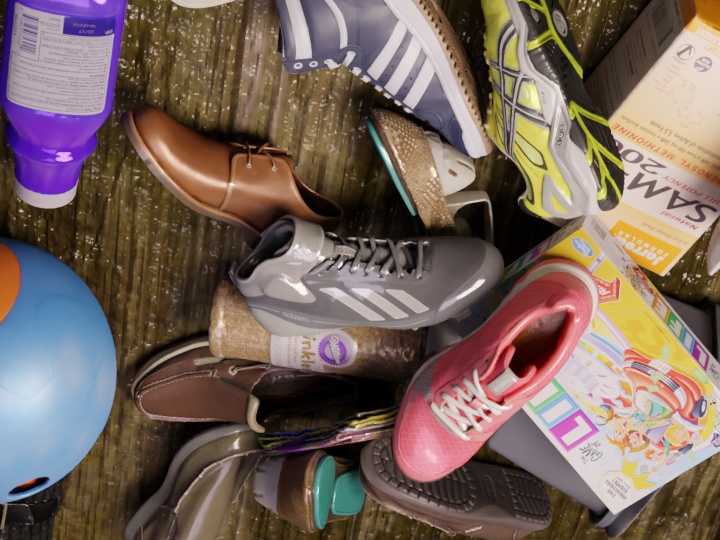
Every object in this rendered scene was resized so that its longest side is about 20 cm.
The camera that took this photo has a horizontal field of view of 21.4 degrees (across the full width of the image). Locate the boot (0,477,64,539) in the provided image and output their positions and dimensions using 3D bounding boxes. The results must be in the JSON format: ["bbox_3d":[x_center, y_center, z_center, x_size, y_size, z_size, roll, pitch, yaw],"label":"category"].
[{"bbox_3d":[-0.342,0.169,1.595,0.210,0.080,0.158,17,128,-17],"label":"boot"}]

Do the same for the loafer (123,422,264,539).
[{"bbox_3d":[-0.131,0.198,1.621,0.075,0.070,0.200,-7,147,-40],"label":"loafer"}]

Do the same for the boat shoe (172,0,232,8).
[{"bbox_3d":[-0.054,-0.248,1.259,0.201,0.061,0.072,-34,154,25],"label":"boat shoe"}]

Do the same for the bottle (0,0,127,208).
[{"bbox_3d":[-0.213,-0.135,1.346,0.083,0.066,0.201,8,130,-8],"label":"bottle"}]

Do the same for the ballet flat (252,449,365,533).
[{"bbox_3d":[-0.047,0.177,1.574,0.072,0.200,0.068,8,88,12],"label":"ballet flat"}]

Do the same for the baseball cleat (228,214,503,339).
[{"bbox_3d":[0.000,0.000,1.387,0.198,0.070,0.107,-14,139,18],"label":"baseball cleat"}]

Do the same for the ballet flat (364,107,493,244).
[{"bbox_3d":[0.061,-0.057,1.429,0.065,0.071,0.201,-21,137,4],"label":"ballet flat"}]

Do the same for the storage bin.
[{"bbox_3d":[0.193,0.102,1.528,0.134,0.146,0.201,25,126,-10],"label":"storage bin"}]

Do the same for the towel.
[{"bbox_3d":[0.014,0.120,1.501,0.142,0.023,0.200,-9,176,-23],"label":"towel"}]

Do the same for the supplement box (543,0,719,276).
[{"bbox_3d":[0.226,-0.105,1.382,0.125,0.074,0.200,23,127,-20],"label":"supplement box"}]

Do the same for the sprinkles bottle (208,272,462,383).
[{"bbox_3d":[-0.016,0.048,1.485,0.198,0.069,0.069,8,132,8],"label":"sprinkles bottle"}]

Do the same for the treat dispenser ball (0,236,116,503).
[{"bbox_3d":[-0.283,0.075,1.435,0.199,0.202,0.202,-1,131,-1],"label":"treat dispenser ball"}]

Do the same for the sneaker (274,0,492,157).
[{"bbox_3d":[0.012,-0.147,1.341,0.108,0.070,0.201,-23,123,15],"label":"sneaker"}]

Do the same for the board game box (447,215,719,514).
[{"bbox_3d":[0.180,0.070,1.418,0.134,0.034,0.200,-37,100,29],"label":"board game box"}]

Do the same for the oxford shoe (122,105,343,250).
[{"bbox_3d":[-0.092,-0.075,1.406,0.071,0.072,0.199,-38,133,22],"label":"oxford shoe"}]

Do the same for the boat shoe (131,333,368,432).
[{"bbox_3d":[-0.091,0.093,1.541,0.201,0.075,0.075,-14,130,10],"label":"boat shoe"}]

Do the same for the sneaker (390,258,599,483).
[{"bbox_3d":[0.089,0.074,1.353,0.074,0.087,0.200,40,102,-4],"label":"sneaker"}]

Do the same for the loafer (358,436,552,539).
[{"bbox_3d":[0.073,0.199,1.628,0.199,0.073,0.071,22,133,-31],"label":"loafer"}]

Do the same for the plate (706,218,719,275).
[{"bbox_3d":[0.330,-0.097,1.345,0.032,0.199,0.200,46,124,11],"label":"plate"}]

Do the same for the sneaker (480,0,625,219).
[{"bbox_3d":[0.113,-0.127,1.319,0.076,0.075,0.201,-18,96,30],"label":"sneaker"}]
